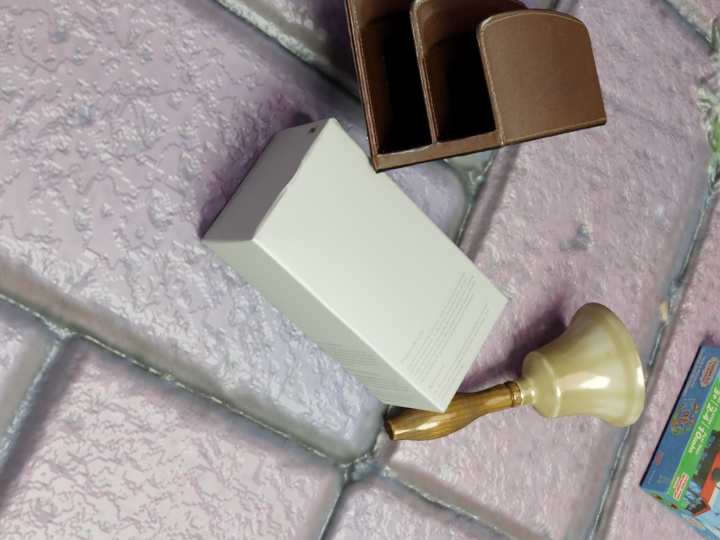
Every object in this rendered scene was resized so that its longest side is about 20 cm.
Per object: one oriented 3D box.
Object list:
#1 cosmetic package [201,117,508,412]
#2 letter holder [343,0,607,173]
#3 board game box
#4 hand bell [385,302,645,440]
[{"bbox_3d":[0.000,0.000,0.798,0.200,0.085,0.108,44,68,-24],"label":"cosmetic package"},{"bbox_3d":[0.086,-0.158,0.800,0.199,0.100,0.144,-19,99,-57],"label":"letter holder"},{"bbox_3d":[0.363,0.188,1.059,0.200,0.036,0.152,38,70,-28],"label":"board game box"},{"bbox_3d":[0.113,0.101,0.883,0.198,0.104,0.105,-15,98,-20],"label":"hand bell"}]
